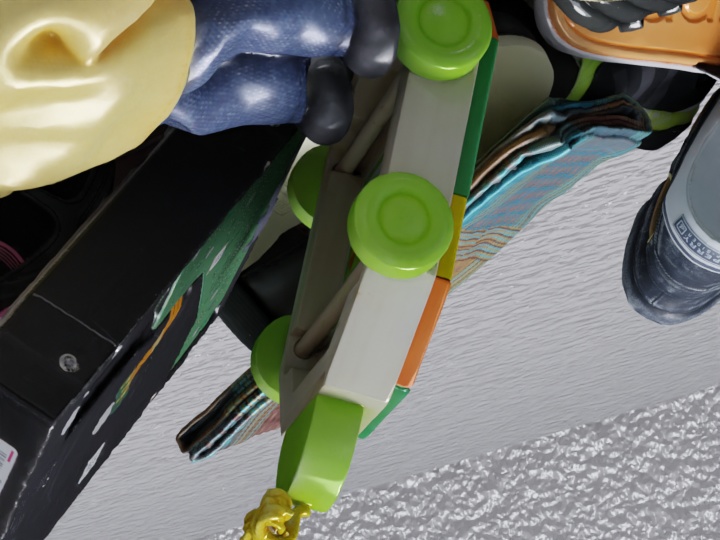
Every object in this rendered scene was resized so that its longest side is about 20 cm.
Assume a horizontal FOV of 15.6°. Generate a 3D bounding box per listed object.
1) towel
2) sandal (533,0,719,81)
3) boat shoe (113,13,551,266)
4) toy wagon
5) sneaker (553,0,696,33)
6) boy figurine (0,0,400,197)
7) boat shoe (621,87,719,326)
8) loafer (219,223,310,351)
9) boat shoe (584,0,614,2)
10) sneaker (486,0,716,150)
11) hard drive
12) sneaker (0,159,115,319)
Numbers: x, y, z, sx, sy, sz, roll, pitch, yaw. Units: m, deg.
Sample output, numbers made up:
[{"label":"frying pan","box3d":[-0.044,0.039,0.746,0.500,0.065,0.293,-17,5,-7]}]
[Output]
[{"label":"towel","box3d":[0.025,0.002,1.044,0.200,0.022,0.147,-42,171,18]},{"label":"sandal","box3d":[0.161,-0.105,1.064,0.206,0.079,0.059,-7,-155,-37]},{"label":"boat shoe","box3d":[-0.024,-0.053,1.017,0.201,0.063,0.074,-25,140,15]},{"label":"toy wagon","box3d":[0.000,0.000,0.874,0.039,0.201,0.155,15,158,-9]},{"label":"sneaker","box3d":[0.141,-0.128,0.991,0.200,0.071,0.099,3,161,-46]},{"label":"boy figurine","box3d":[-0.092,-0.062,0.787,0.199,0.065,0.124,-6,153,-26]},{"label":"boat shoe","box3d":[0.182,-0.064,1.173,0.200,0.071,0.091,-50,179,-29]},{"label":"loafer","box3d":[-0.035,-0.018,1.138,0.063,0.072,0.200,-41,-160,7]},{"label":"boat shoe","box3d":[0.147,-0.145,0.852,0.199,0.072,0.068,-27,-166,-1]},{"label":"sneaker","box3d":[0.103,-0.104,1.111,0.083,0.072,0.200,-47,159,22]},{"label":"hard drive","box3d":[-0.086,0.022,0.885,0.200,0.038,0.140,-53,175,-44]},{"label":"sneaker","box3d":[-0.149,-0.025,0.839,0.200,0.079,0.096,-28,148,-44]}]
